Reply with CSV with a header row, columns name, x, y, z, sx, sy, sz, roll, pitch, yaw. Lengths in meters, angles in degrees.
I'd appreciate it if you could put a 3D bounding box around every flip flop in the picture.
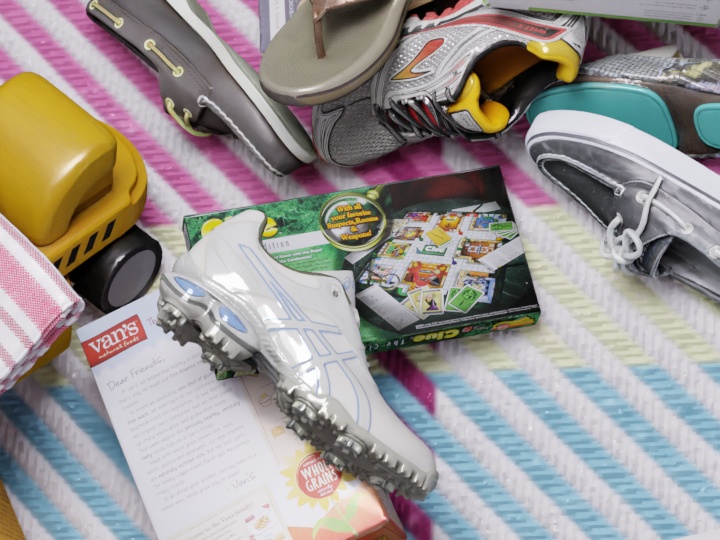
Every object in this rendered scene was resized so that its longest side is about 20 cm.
name,x,y,z,sx,sy,sz,roll,pitch,yaw
flip flop,0.004,-0.180,1.603,0.081,0.058,0.200,27,72,42

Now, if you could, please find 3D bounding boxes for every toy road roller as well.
name,x,y,z,sx,sy,sz,roll,pitch,yaw
toy road roller,-0.219,-0.029,1.636,0.123,0.146,0.200,37,55,23

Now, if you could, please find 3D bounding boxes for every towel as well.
name,x,y,z,sx,sy,sz,roll,pitch,yaw
towel,-0.272,0.044,1.578,0.200,0.030,0.146,-47,68,2

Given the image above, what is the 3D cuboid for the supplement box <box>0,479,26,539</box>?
name,x,y,z,sx,sy,sz,roll,pitch,yaw
supplement box,-0.258,0.145,1.658,0.066,0.069,0.200,-29,69,5

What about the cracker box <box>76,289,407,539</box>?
name,x,y,z,sx,sy,sz,roll,pitch,yaw
cracker box,-0.073,0.099,1.626,0.134,0.058,0.200,-26,68,4

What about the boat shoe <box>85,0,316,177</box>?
name,x,y,z,sx,sy,sz,roll,pitch,yaw
boat shoe,-0.102,-0.122,1.701,0.061,0.072,0.201,-42,60,4

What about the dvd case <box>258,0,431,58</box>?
name,x,y,z,sx,sy,sz,roll,pitch,yaw
dvd case,0.026,-0.215,1.677,0.199,0.016,0.149,-21,42,16

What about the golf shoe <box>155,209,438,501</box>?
name,x,y,z,sx,sy,sz,roll,pitch,yaw
golf shoe,-0.019,0.046,1.545,0.200,0.078,0.097,41,71,-2

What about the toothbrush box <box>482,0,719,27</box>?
name,x,y,z,sx,sy,sz,roll,pitch,yaw
toothbrush box,0.146,-0.252,1.580,0.145,0.086,0.201,4,61,-9

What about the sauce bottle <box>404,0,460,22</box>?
name,x,y,z,sx,sy,sz,roll,pitch,yaw
sauce bottle,0.098,-0.194,1.668,0.199,0.066,0.066,-19,68,8

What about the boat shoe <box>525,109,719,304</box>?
name,x,y,z,sx,sy,sz,roll,pitch,yaw
boat shoe,0.176,-0.026,1.588,0.199,0.074,0.068,31,68,13

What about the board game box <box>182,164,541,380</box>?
name,x,y,z,sx,sy,sz,roll,pitch,yaw
board game box,0.000,0.000,1.616,0.199,0.023,0.105,-9,68,-10

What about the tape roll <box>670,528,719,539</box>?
name,x,y,z,sx,sy,sz,roll,pitch,yaw
tape roll,0.180,0.244,1.430,0.139,0.203,0.203,-14,69,10

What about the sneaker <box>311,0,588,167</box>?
name,x,y,z,sx,sy,sz,roll,pitch,yaw
sneaker,0.050,-0.114,1.620,0.200,0.078,0.082,-30,43,30

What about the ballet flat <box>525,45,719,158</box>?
name,x,y,z,sx,sy,sz,roll,pitch,yaw
ballet flat,0.200,-0.103,1.615,0.200,0.072,0.072,6,74,26
